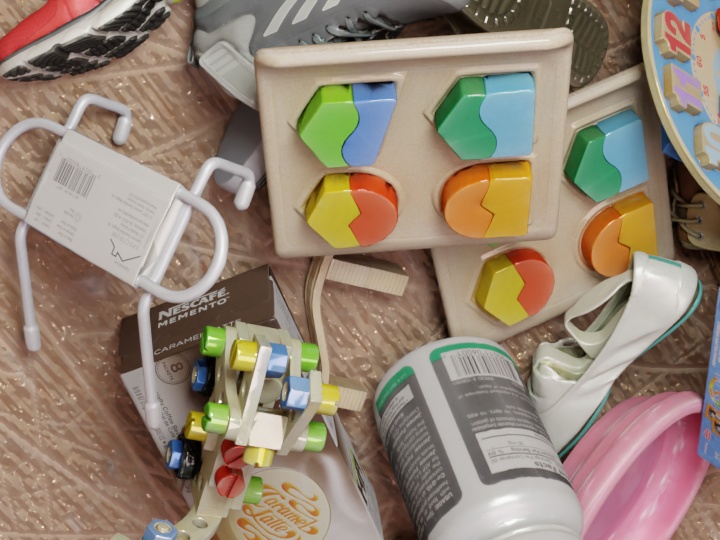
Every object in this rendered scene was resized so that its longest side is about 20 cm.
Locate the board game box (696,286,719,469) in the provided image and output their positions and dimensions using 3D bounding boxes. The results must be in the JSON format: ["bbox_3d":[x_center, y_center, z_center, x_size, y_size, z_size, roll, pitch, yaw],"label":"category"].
[{"bbox_3d":[0.309,0.039,1.201,0.151,0.037,0.200,-39,146,-23],"label":"board game box"}]

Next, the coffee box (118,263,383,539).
[{"bbox_3d":[-0.073,0.111,1.135,0.114,0.080,0.201,-20,117,5],"label":"coffee box"}]

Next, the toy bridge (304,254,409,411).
[{"bbox_3d":[0.000,0.000,1.162,0.067,0.027,0.201,13,106,-23],"label":"toy bridge"}]

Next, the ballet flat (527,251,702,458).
[{"bbox_3d":[0.165,0.059,1.211,0.069,0.070,0.200,21,123,-26],"label":"ballet flat"}]

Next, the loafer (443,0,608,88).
[{"bbox_3d":[0.083,-0.180,1.080,0.200,0.067,0.076,37,73,-40],"label":"loafer"}]

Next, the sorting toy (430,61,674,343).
[{"bbox_3d":[0.137,-0.035,1.163,0.184,0.037,0.201,-24,134,-11],"label":"sorting toy"}]

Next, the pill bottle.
[{"bbox_3d":[0.086,0.152,1.143,0.112,0.200,0.113,-11,136,-11],"label":"pill bottle"}]

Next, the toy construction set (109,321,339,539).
[{"bbox_3d":[-0.082,0.115,1.013,0.092,0.131,0.200,24,111,-25],"label":"toy construction set"}]

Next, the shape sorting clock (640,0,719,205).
[{"bbox_3d":[0.259,-0.128,1.141,0.199,0.039,0.201,17,63,-36],"label":"shape sorting clock"}]

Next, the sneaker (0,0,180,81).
[{"bbox_3d":[-0.149,-0.191,1.015,0.200,0.077,0.085,-37,82,10],"label":"sneaker"}]

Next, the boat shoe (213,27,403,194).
[{"bbox_3d":[-0.019,-0.127,1.087,0.066,0.070,0.201,32,89,-28],"label":"boat shoe"}]

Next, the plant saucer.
[{"bbox_3d":[0.193,0.172,1.248,0.200,0.051,0.201,-36,144,-31],"label":"plant saucer"}]

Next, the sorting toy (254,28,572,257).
[{"bbox_3d":[0.034,-0.068,1.018,0.184,0.037,0.200,-4,144,-1],"label":"sorting toy"}]

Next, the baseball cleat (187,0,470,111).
[{"bbox_3d":[-0.020,-0.143,1.010,0.070,0.199,0.107,16,82,-51],"label":"baseball cleat"}]

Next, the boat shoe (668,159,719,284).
[{"bbox_3d":[0.266,-0.044,1.219,0.074,0.076,0.200,-37,118,0],"label":"boat shoe"}]

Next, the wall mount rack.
[{"bbox_3d":[-0.153,-0.008,1.034,0.074,0.200,0.174,19,98,-58],"label":"wall mount rack"}]
